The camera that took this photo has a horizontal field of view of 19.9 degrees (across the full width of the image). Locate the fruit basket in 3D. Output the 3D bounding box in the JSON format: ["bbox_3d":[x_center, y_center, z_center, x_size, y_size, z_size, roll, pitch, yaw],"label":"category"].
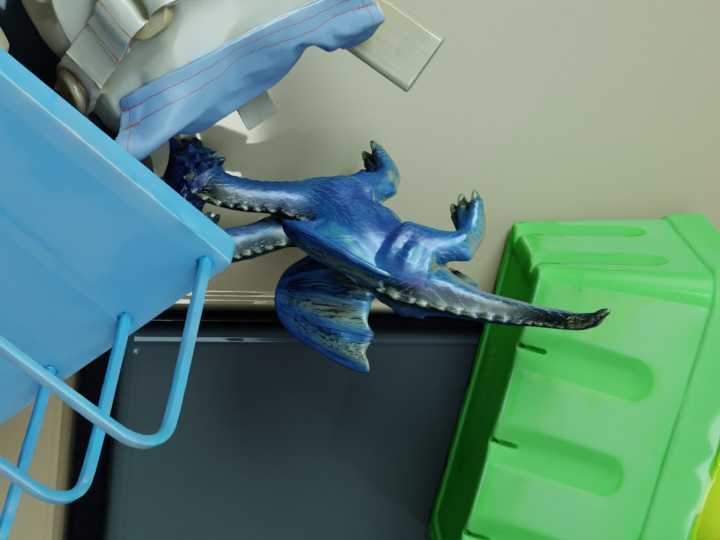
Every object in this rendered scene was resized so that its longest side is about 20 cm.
[{"bbox_3d":[0.149,0.086,0.915,0.215,0.156,0.216,-1,105,-3],"label":"fruit basket"}]

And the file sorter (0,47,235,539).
[{"bbox_3d":[-0.171,0.035,0.763,0.200,0.123,0.139,-34,120,30],"label":"file sorter"}]

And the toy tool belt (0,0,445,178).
[{"bbox_3d":[-0.074,-0.085,0.801,0.200,0.125,0.123,-31,106,-7],"label":"toy tool belt"}]

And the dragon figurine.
[{"bbox_3d":[0.000,0.000,0.847,0.099,0.200,0.059,-27,140,-39],"label":"dragon figurine"}]
